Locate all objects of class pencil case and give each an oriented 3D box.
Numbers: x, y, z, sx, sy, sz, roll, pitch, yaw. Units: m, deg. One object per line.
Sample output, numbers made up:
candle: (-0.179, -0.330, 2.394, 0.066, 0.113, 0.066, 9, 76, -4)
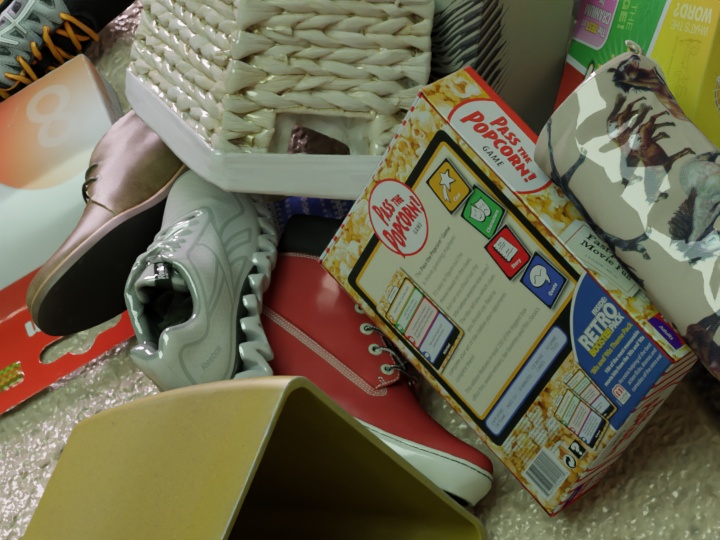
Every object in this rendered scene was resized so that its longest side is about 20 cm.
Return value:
pencil case: (0.172, -0.024, 1.231, 0.089, 0.078, 0.200, -38, 71, -4)

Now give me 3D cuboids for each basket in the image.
basket: (-0.047, -0.130, 1.441, 0.200, 0.135, 0.124, -135, 52, -61)

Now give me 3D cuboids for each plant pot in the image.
plant pot: (-0.081, 0.177, 1.322, 0.176, 0.200, 0.201, 7, 65, 42)

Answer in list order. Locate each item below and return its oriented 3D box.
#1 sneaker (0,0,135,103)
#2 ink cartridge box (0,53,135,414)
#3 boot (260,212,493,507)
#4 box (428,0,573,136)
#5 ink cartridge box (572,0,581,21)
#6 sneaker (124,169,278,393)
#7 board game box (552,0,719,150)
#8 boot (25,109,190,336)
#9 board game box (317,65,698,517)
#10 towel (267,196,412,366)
sneaker: (-0.224, -0.151, 1.641, 0.200, 0.078, 0.077, -31, 55, 19)
ink cartridge box: (-0.213, -0.024, 1.576, 0.162, 0.050, 0.200, -30, 51, 8)
boot: (0.014, 0.042, 1.403, 0.199, 0.072, 0.145, 26, 79, 31)
box: (0.076, -0.152, 1.404, 0.068, 0.200, 0.082, -22, 56, -17)
ink cartridge box: (0.166, -0.212, 1.459, 0.199, 0.116, 0.068, -20, 55, 15)
sneaker: (-0.096, 0.003, 1.404, 0.075, 0.081, 0.200, -35, 37, 24)
board game box: (0.163, -0.093, 1.349, 0.153, 0.040, 0.201, 25, 102, 64)
boot: (-0.150, -0.036, 1.509, 0.075, 0.074, 0.200, 29, 54, 21)
board game box: (0.081, 0.013, 1.318, 0.046, 0.152, 0.200, -29, 70, -42)
towel: (0.000, 0.000, 1.476, 0.199, 0.024, 0.145, -20, 57, 14)
